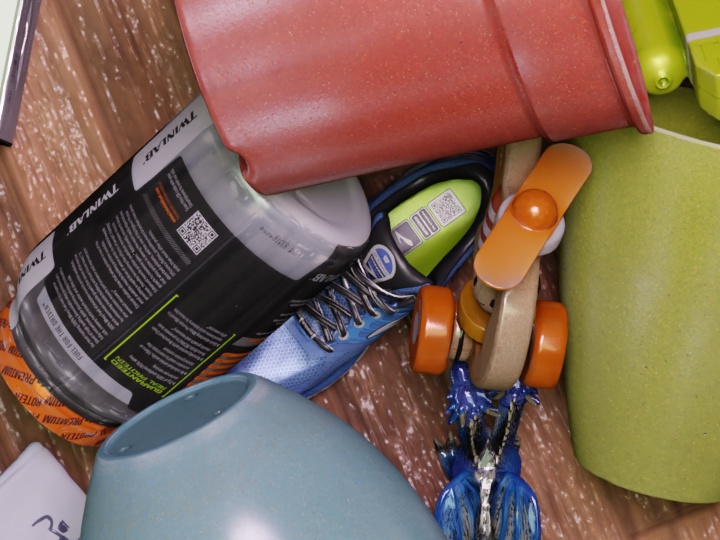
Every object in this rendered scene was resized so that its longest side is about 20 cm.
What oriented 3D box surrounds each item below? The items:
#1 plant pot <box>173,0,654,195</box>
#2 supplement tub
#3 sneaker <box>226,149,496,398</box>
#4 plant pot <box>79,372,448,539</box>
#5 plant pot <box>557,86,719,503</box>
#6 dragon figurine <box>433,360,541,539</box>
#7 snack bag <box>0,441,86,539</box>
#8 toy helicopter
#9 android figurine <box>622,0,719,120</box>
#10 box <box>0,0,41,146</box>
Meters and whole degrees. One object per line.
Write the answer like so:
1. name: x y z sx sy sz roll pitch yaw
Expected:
1. plant pot: 0.020 -0.135 1.161 0.194 0.201 0.202 -16 89 10
2. supplement tub: -0.101 0.000 1.294 0.200 0.123 0.123 -40 89 23
3. sneaker: 0.000 0.000 1.331 0.200 0.089 0.079 -42 88 1
4. plant pot: -0.067 0.134 1.245 0.199 0.200 0.135 -25 103 0
5. plant pot: 0.181 0.016 1.300 0.186 0.187 0.201 13 104 1
6. dragon figurine: 0.069 0.139 1.323 0.058 0.099 0.201 1 89 1
7. snack bag: -0.166 0.209 1.303 0.200 0.021 0.189 50 48 -2
8. toy helicopter: 0.079 -0.038 1.242 0.078 0.132 0.201 8 77 -4
9. android figurine: 0.232 -0.136 1.291 0.181 0.200 0.041 -12 130 1
10. box: -0.286 -0.146 1.351 0.199 0.060 0.117 10 89 0
